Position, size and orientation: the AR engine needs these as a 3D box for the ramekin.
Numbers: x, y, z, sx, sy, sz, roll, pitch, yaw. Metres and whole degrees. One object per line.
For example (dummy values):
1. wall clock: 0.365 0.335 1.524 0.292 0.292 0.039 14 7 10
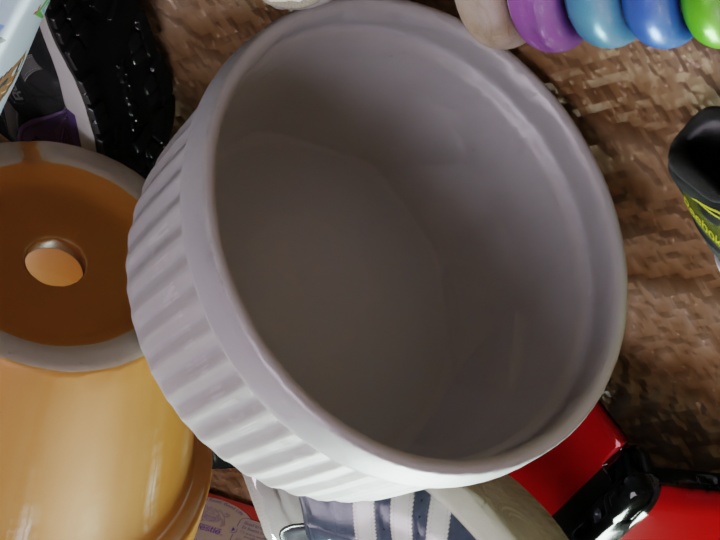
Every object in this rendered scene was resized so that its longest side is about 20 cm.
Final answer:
1. ramekin: 0.000 0.000 0.910 0.200 0.200 0.105 41 145 -13

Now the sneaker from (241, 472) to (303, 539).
1. sneaker: -0.022 0.056 1.067 0.088 0.075 0.200 -15 126 -5

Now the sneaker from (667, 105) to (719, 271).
1. sneaker: 0.186 -0.029 0.833 0.085 0.075 0.200 45 154 -20

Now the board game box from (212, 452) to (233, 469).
1. board game box: -0.137 0.025 1.132 0.135 0.028 0.200 -8 127 32

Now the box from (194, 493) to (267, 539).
1. box: -0.049 0.199 1.204 0.199 0.103 0.095 15 137 13

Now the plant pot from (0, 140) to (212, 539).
1. plant pot: -0.152 0.048 0.991 0.200 0.200 0.183 27 138 2

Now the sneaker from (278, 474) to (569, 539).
1. sneaker: 0.018 0.112 1.001 0.200 0.075 0.085 44 104 8

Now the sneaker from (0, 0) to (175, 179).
1. sneaker: -0.144 -0.119 0.964 0.087 0.076 0.200 17 138 22

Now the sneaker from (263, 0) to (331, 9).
1. sneaker: -0.043 -0.181 0.830 0.081 0.088 0.200 -17 121 39

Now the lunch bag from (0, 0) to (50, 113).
1. lunch bag: -0.163 -0.145 0.817 0.123 0.201 0.170 14 139 -20

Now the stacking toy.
1. stacking toy: 0.137 -0.108 0.797 0.199 0.085 0.086 12 136 24

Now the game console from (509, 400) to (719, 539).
1. game console: 0.103 0.106 1.089 0.172 0.119 0.200 7 145 -23
